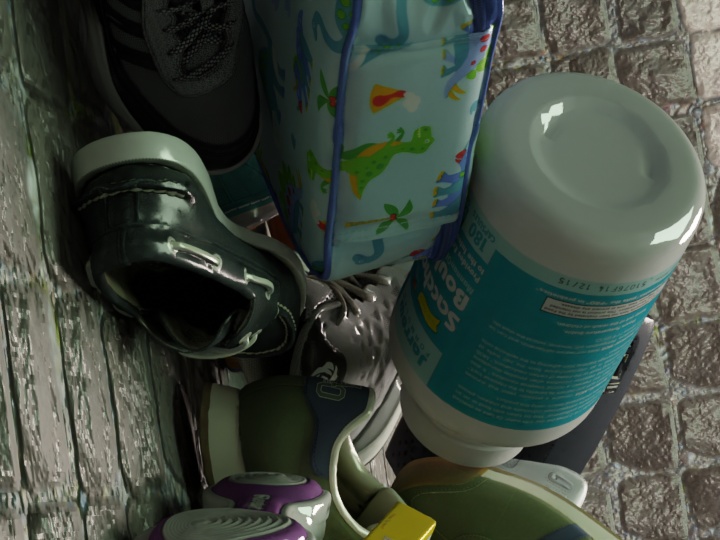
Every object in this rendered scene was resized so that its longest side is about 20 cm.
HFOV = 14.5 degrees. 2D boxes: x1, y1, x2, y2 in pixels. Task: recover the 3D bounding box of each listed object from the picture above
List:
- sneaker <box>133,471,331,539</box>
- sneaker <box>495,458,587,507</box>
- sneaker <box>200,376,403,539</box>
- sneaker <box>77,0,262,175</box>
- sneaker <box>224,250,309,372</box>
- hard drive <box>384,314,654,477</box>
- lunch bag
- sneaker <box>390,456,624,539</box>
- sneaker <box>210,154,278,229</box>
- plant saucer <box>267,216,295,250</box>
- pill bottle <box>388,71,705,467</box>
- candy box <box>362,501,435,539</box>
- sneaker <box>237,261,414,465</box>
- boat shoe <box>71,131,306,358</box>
[{"bbox_3d":[-0.051,0.147,1.221,0.200,0.075,0.100,-23,116,-76],"label":"sneaker"},{"bbox_3d":[0.094,0.169,1.476,0.200,0.115,0.075,39,-36,24],"label":"sneaker"},{"bbox_3d":[-0.015,0.141,1.370,0.067,0.089,0.201,-86,165,-66],"label":"sneaker"},{"bbox_3d":[-0.073,-0.119,1.210,0.114,0.075,0.201,29,-36,55],"label":"sneaker"},{"bbox_3d":[-0.027,0.012,1.510,0.200,0.088,0.076,-2,85,-81],"label":"sneaker"},{"bbox_3d":[0.089,0.068,1.592,0.200,0.042,0.135,-61,-145,26],"label":"hard drive"},{"bbox_3d":[-0.003,-0.111,1.253,0.200,0.082,0.161,96,-25,-45],"label":"lunch bag"},{"bbox_3d":[0.094,0.167,1.375,0.067,0.200,0.090,-64,175,35],"label":"sneaker"},{"bbox_3d":[-0.066,-0.067,1.432,0.080,0.071,0.200,59,18,-11],"label":"sneaker"},{"bbox_3d":[0.016,-0.027,1.601,0.200,0.032,0.201,32,-47,41],"label":"plant saucer"},{"bbox_3d":[0.079,0.009,1.339,0.200,0.110,0.111,114,-20,-47],"label":"pill bottle"},{"bbox_3d":[-0.024,0.178,1.218,0.102,0.026,0.200,-65,169,22],"label":"candy box"},{"bbox_3d":[0.000,0.000,1.408,0.115,0.075,0.201,29,82,-56],"label":"sneaker"},{"bbox_3d":[-0.075,0.007,1.242,0.200,0.075,0.061,43,36,-59],"label":"boat shoe"}]
